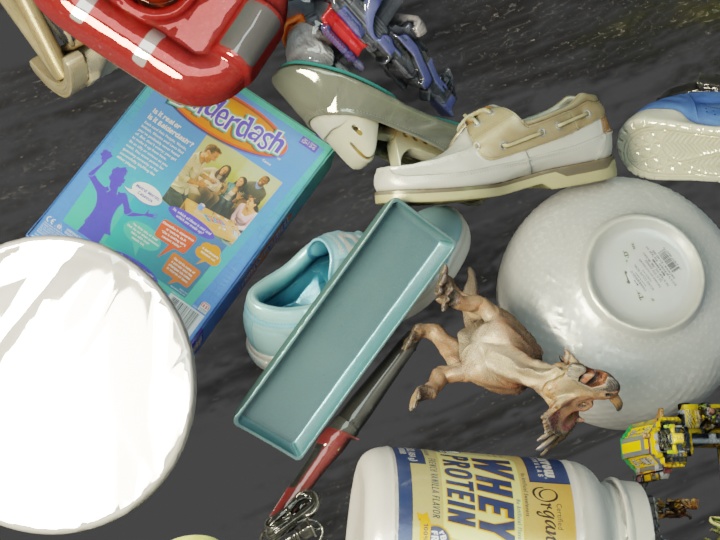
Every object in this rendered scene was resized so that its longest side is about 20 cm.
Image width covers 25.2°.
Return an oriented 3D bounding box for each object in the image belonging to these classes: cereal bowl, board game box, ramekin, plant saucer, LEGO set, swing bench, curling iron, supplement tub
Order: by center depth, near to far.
[{"bbox_3d":[0.093,0.200,1.121,0.198,0.145,0.146,5,69,-6],"label":"supplement tub"},{"bbox_3d":[-0.208,0.080,1.131,0.200,0.094,0.204,0,85,2],"label":"ramekin"},{"bbox_3d":[0.274,0.182,1.140,0.153,0.116,0.202,11,72,-27],"label":"LEGO set"},{"bbox_3d":[-0.013,0.042,1.174,0.070,0.019,0.201,34,95,-33],"label":"plant saucer"},{"bbox_3d":[-0.009,0.127,1.195,0.049,0.026,0.201,14,58,38],"label":"curling iron"},{"bbox_3d":[-0.135,-0.054,1.237,0.152,0.045,0.201,34,70,5],"label":"board game box"},{"bbox_3d":[0.206,0.016,1.239,0.198,0.083,0.202,2,69,-6],"label":"cereal bowl"},{"bbox_3d":[-0.190,-0.256,1.263,0.198,0.130,0.201,-30,84,-17],"label":"swing bench"}]

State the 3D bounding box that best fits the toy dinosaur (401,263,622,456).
[{"bbox_3d":[0.108,0.066,1.168,0.135,0.200,0.086,21,104,-9],"label":"toy dinosaur"}]

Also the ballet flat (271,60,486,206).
[{"bbox_3d":[0.021,-0.100,1.238,0.199,0.067,0.064,19,66,-24],"label":"ballet flat"}]

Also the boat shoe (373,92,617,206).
[{"bbox_3d":[0.098,-0.090,1.213,0.198,0.075,0.069,-10,96,-24],"label":"boat shoe"}]

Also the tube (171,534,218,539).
[{"bbox_3d":[-0.103,0.275,1.082,0.058,0.052,0.201,-30,48,21],"label":"tube"}]

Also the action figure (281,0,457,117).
[{"bbox_3d":[0.006,-0.211,1.295,0.200,0.104,0.194,52,56,-31],"label":"action figure"}]

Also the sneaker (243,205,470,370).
[{"bbox_3d":[0.000,0.000,1.208,0.199,0.082,0.074,-34,57,-18],"label":"sneaker"}]

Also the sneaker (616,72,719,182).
[{"bbox_3d":[0.313,-0.102,1.267,0.199,0.077,0.111,13,33,28],"label":"sneaker"}]

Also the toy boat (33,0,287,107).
[{"bbox_3d":[-0.144,-0.213,1.126,0.199,0.131,0.131,32,72,-3],"label":"toy boat"}]
